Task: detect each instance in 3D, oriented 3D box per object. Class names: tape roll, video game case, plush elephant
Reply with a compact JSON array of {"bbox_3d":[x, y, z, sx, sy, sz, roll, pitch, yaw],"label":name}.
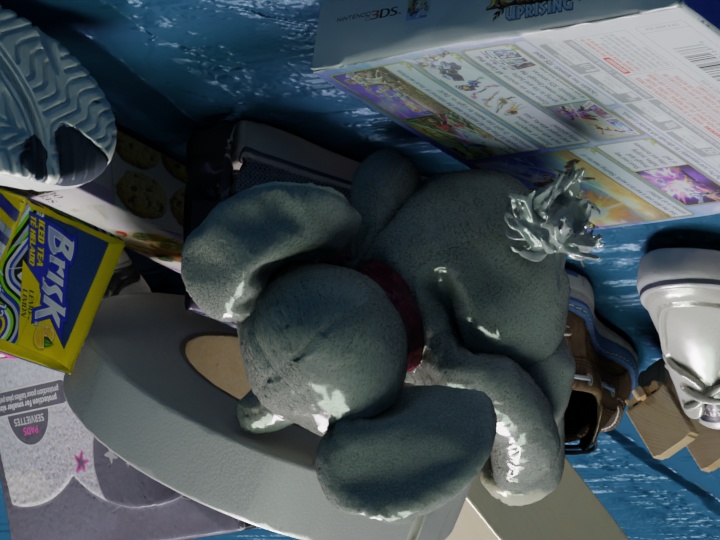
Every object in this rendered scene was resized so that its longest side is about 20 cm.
[{"bbox_3d":[-0.041,0.069,1.246,0.202,0.037,0.203,20,-166,-5],"label":"tape roll"},{"bbox_3d":[0.111,-0.077,1.099,0.181,0.046,0.200,-8,156,38],"label":"video game case"},{"bbox_3d":[0.009,0.029,1.127,0.154,0.165,0.200,-22,166,-19],"label":"plush elephant"}]

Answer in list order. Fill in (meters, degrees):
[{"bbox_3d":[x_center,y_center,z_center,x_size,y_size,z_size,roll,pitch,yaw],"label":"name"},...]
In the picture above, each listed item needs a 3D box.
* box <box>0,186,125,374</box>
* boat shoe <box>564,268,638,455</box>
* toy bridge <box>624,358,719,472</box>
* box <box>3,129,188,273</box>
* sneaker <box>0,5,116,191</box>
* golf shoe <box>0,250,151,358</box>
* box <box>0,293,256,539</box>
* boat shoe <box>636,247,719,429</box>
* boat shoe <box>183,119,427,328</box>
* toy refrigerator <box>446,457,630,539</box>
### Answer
[{"bbox_3d":[-0.201,-0.013,1.256,0.064,0.070,0.200,25,176,-42],"label":"box"},{"bbox_3d":[0.106,0.063,1.461,0.072,0.073,0.200,0,160,19],"label":"boat shoe"},{"bbox_3d":[0.186,0.080,1.484,0.027,0.067,0.200,-36,159,14],"label":"toy bridge"},{"bbox_3d":[-0.120,-0.041,1.291,0.039,0.042,0.200,-7,155,39],"label":"box"},{"bbox_3d":[-0.210,-0.070,1.186,0.198,0.080,0.130,10,162,-8],"label":"sneaker"},{"bbox_3d":[-0.167,0.023,1.386,0.092,0.073,0.200,39,161,-13],"label":"golf shoe"},{"bbox_3d":[-0.104,0.082,1.460,0.199,0.133,0.114,-12,177,43],"label":"box"},{"bbox_3d":[0.193,0.047,1.391,0.070,0.070,0.200,-1,160,21],"label":"boat shoe"},{"bbox_3d":[0.000,0.000,1.287,0.199,0.093,0.075,16,159,-24],"label":"boat shoe"},{"bbox_3d":[0.062,0.106,1.419,0.076,0.070,0.200,5,141,51],"label":"toy refrigerator"}]
